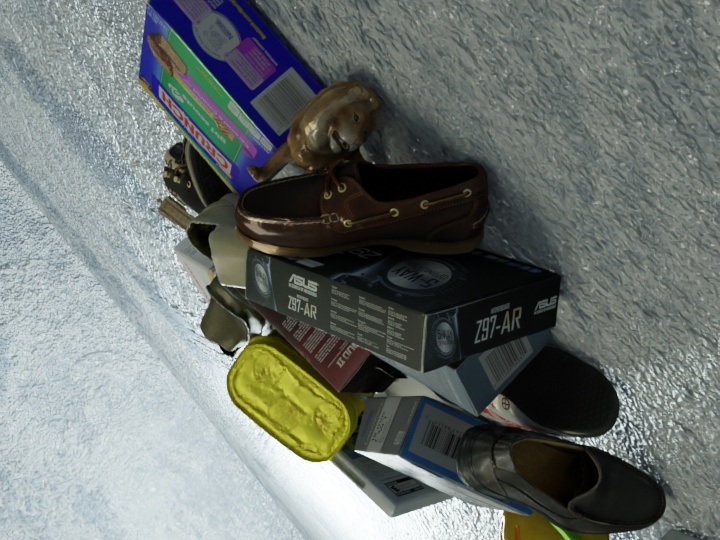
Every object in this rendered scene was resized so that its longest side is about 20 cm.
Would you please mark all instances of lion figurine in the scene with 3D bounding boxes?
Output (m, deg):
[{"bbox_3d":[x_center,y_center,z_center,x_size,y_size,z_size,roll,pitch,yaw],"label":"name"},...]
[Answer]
[{"bbox_3d":[-0.017,-0.081,0.940,0.073,0.122,0.200,56,-177,25],"label":"lion figurine"}]

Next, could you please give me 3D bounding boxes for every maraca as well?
[{"bbox_3d":[0.203,0.296,1.138,0.137,0.106,0.201,45,163,34],"label":"maraca"}]

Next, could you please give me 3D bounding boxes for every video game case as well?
[{"bbox_3d":[0.036,0.211,1.293,0.182,0.022,0.199,38,-157,32],"label":"video game case"}]

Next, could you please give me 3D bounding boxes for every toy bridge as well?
[{"bbox_3d":[-0.174,-0.032,1.311,0.199,0.027,0.067,36,176,20],"label":"toy bridge"}]

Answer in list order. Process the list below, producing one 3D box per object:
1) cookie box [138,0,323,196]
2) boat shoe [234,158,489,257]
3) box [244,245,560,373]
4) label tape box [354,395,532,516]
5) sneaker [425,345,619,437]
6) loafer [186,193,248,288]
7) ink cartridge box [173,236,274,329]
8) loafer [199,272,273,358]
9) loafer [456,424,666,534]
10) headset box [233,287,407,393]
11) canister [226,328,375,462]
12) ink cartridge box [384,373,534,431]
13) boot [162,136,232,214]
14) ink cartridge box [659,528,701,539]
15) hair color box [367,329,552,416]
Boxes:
[{"bbox_3d":[-0.125,-0.169,1.023,0.172,0.075,0.200,48,163,-1],"label":"cookie box"},{"bbox_3d":[0.000,-0.056,0.835,0.071,0.196,0.071,87,-179,-48],"label":"boat shoe"},{"bbox_3d":[0.031,0.013,0.853,0.198,0.159,0.044,20,114,43],"label":"box"},{"bbox_3d":[0.075,0.177,1.067,0.143,0.064,0.200,26,166,-13],"label":"label tape box"},{"bbox_3d":[0.154,0.112,0.965,0.199,0.068,0.108,10,163,40],"label":"sneaker"},{"bbox_3d":[-0.104,-0.011,1.036,0.199,0.068,0.077,32,143,53],"label":"loafer"},{"bbox_3d":[-0.140,0.027,1.441,0.199,0.084,0.146,28,153,47],"label":"ink cartridge box"},{"bbox_3d":[-0.143,0.059,1.243,0.075,0.070,0.200,43,168,16],"label":"loafer"},{"bbox_3d":[0.178,0.178,0.908,0.197,0.074,0.072,15,165,-20],"label":"loafer"},{"bbox_3d":[-0.030,0.051,1.160,0.200,0.075,0.148,43,-172,19],"label":"headset box"},{"bbox_3d":[-0.052,0.118,1.246,0.148,0.087,0.200,37,-161,4],"label":"canister"},{"bbox_3d":[0.112,0.164,1.185,0.163,0.057,0.200,49,167,2],"label":"ink cartridge box"},{"bbox_3d":[-0.181,-0.111,1.283,0.150,0.073,0.201,33,165,40],"label":"boot"},{"bbox_3d":[0.309,0.336,0.904,0.146,0.144,0.199,55,161,-18],"label":"ink cartridge box"},{"bbox_3d":[0.062,0.038,0.962,0.199,0.099,0.061,26,153,50],"label":"hair color box"}]
